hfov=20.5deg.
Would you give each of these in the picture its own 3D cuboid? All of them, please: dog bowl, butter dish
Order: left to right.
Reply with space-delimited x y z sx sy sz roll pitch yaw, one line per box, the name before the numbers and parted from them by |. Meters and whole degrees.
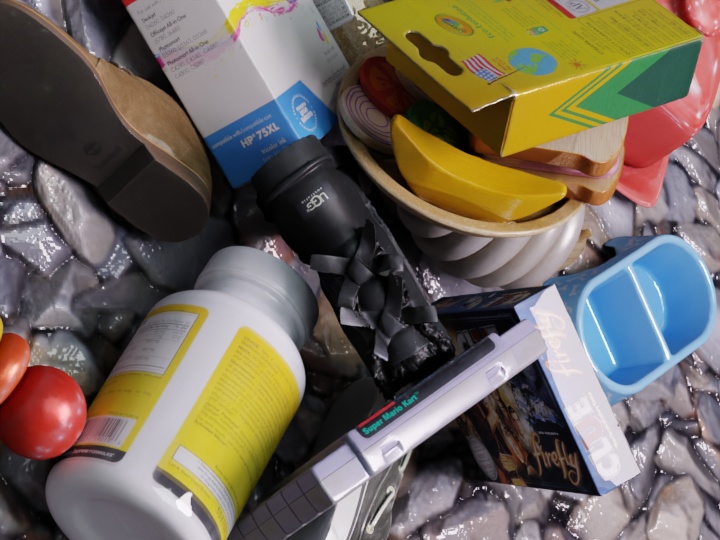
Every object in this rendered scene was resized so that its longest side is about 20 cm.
dog bowl | 0.210 0.037 1.555 0.199 0.049 0.112 -29 96 -44
butter dish | 0.225 -0.186 1.574 0.199 0.147 0.201 33 56 -29

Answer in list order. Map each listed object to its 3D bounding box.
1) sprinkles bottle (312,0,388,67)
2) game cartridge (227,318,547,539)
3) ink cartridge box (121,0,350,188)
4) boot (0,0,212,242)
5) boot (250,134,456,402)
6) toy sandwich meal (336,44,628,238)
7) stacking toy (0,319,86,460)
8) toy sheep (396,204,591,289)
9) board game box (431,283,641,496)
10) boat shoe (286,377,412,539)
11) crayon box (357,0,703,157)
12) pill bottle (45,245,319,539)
sprinkles bottle | -0.023 -0.200 1.410 0.068 0.068 0.201 -34 100 -43
game cartridge | 0.017 0.101 1.221 0.199 0.130 0.039 -32 80 -38
ink cartridge box | -0.089 -0.171 1.324 0.201 0.067 0.116 60 30 -10
boot | -0.170 -0.106 1.261 0.200 0.073 0.076 44 32 -27
boot | 0.001 0.000 1.289 0.163 0.073 0.198 56 2 5
toy sandwich meal | 0.084 -0.102 1.325 0.203 0.071 0.206 12 45 -12
stacking toy | -0.238 0.038 1.121 0.200 0.085 0.086 43 52 -20
toy sheep | 0.088 -0.057 1.426 0.199 0.137 0.139 26 60 -30
board game box | 0.106 0.081 1.349 0.034 0.200 0.137 -27 95 -18
boat shoe | -0.009 0.163 1.304 0.064 0.070 0.201 43 50 -22
crayon box | 0.107 -0.141 1.289 0.199 0.051 0.127 -18 46 -32
pill bottle | -0.101 0.084 1.217 0.112 0.112 0.201 46 51 -21
